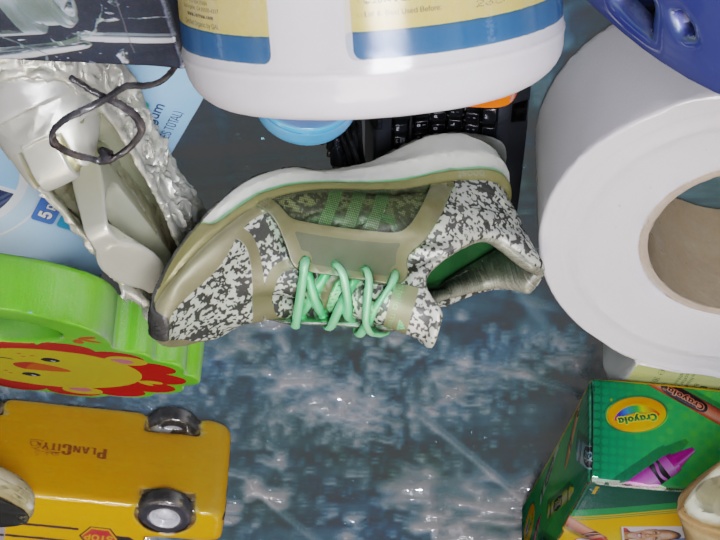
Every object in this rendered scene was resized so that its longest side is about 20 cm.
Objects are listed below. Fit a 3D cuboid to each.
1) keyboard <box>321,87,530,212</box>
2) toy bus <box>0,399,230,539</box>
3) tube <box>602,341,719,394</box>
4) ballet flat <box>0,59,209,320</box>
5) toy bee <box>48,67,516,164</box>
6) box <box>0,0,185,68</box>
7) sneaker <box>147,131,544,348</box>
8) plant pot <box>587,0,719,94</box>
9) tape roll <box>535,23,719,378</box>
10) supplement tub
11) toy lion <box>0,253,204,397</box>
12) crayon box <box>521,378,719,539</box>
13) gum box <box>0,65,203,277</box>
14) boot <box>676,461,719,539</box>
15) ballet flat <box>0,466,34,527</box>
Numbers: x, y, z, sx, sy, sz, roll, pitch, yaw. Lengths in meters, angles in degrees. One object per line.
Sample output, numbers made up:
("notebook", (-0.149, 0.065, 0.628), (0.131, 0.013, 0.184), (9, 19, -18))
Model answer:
("keyboard", (0.027, -0.066, 1.288), (0.103, 0.040, 0.201), (1, 138, 0))
("toy bus", (-0.172, 0.115, 1.483), (0.199, 0.065, 0.079), (6, 139, -5))
("tube", (0.223, 0.056, 1.417), (0.199, 0.058, 0.052), (14, 97, -19))
("ballet flat", (-0.119, -0.048, 1.227), (0.071, 0.072, 0.200), (-17, 135, 21))
("toy bee", (-0.031, -0.117, 1.183), (0.199, 0.109, 0.131), (5, 148, -27))
("box", (-0.162, -0.191, 1.059), (0.195, 0.124, 0.201), (3, 140, 16))
("sneaker", (0.000, 0.000, 1.246), (0.199, 0.089, 0.077), (-20, 140, -24))
("plant pot", (0.201, -0.156, 1.021), (0.199, 0.180, 0.201), (-20, 145, -19))
("tape roll", (0.180, -0.037, 1.293), (0.201, 0.071, 0.203), (0, 139, 0))
("supplement tub", (-0.001, -0.165, 1.002), (0.144, 0.145, 0.201), (-3, 105, 5))
("toy lion", (-0.167, 0.027, 1.341), (0.190, 0.069, 0.200), (8, 167, -11))
("crayon box", (0.158, 0.123, 1.449), (0.118, 0.059, 0.200), (5, 155, -5))
("gum box", (-0.184, -0.085, 1.270), (0.199, 0.045, 0.170), (16, 137, -18))
("boot", (0.169, 0.146, 1.357), (0.174, 0.067, 0.200), (-12, 155, 3))
("ballet flat", (-0.255, 0.077, 1.407), (0.199, 0.057, 0.067), (24, 147, 1))
